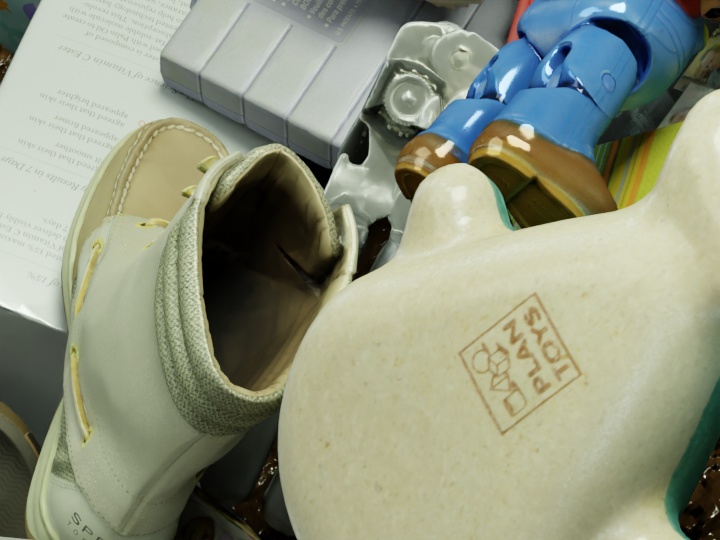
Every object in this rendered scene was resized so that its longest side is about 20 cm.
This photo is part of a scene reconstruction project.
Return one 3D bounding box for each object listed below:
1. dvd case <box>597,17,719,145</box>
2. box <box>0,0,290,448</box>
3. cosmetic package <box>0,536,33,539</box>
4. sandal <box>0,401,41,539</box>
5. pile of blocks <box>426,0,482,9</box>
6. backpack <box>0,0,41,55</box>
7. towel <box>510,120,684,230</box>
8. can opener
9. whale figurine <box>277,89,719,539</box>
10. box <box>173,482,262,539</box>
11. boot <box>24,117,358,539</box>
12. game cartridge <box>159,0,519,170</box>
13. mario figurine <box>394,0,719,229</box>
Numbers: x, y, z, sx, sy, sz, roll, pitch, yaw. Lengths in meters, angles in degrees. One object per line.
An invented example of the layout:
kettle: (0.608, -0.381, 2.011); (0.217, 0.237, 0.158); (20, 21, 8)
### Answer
dvd case: (0.094, -0.029, 0.854); (0.146, 0.022, 0.200); (-52, 29, -4)
box: (-0.100, -0.029, 0.998); (0.098, 0.124, 0.201); (114, 176, -55)
cosmetic package: (-0.126, 0.191, 0.744); (0.108, 0.085, 0.201); (-48, 51, 27)
sandal: (-0.182, 0.142, 0.937); (0.201, 0.081, 0.055); (-59, 20, 11)
pile of blocks: (0.063, -0.133, 0.938); (0.199, 0.062, 0.083); (7, 76, 14)
backpack: (-0.105, -0.163, 1.144); (0.200, 0.177, 0.151); (-9, 49, 55)
towel: (0.111, -0.014, 0.773); (0.199, 0.018, 0.086); (-15, 47, 47)
can opener: (0.000, 0.000, 0.897); (0.067, 0.053, 0.201); (-153, 88, -86)
whale figurine: (0.068, 0.035, 0.705); (0.200, 0.104, 0.160); (-43, 61, 27)
box: (-0.049, 0.113, 0.843); (0.042, 0.039, 0.200); (-53, 20, -2)
boot: (-0.055, -0.003, 0.835); (0.155, 0.072, 0.201); (-50, 25, 48)
game cartridge: (0.019, -0.132, 0.986); (0.129, 0.038, 0.200); (26, 68, 18)
mario figurine: (0.104, -0.080, 0.801); (0.123, 0.106, 0.200); (24, 64, 27)
